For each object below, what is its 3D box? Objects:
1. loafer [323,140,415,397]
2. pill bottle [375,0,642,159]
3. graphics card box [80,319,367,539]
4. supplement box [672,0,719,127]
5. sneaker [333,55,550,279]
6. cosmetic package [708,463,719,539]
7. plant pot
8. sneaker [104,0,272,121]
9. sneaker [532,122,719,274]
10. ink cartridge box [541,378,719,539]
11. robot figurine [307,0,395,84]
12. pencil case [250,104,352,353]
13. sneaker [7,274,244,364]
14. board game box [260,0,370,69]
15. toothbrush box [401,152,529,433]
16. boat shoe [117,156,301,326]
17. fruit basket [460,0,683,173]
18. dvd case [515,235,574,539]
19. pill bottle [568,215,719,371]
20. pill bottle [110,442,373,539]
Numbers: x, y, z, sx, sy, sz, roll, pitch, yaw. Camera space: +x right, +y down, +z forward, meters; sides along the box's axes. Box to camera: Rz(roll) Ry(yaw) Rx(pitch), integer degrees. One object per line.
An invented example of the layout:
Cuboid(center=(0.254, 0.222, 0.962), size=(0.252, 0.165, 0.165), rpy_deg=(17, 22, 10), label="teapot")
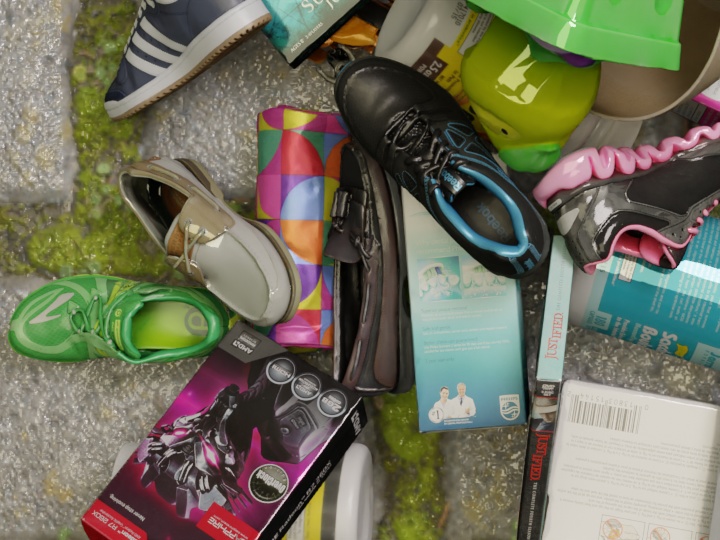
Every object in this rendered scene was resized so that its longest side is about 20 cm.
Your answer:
Cuboid(center=(0.000, 0.000, 1.232), size=(0.062, 0.072, 0.203), rpy_deg=(-10, 98, -19), label="loafer")
Cuboid(center=(0.117, -0.150, 1.223), size=(0.199, 0.109, 0.110), rpy_deg=(29, 92, -18), label="pill bottle")
Cuboid(center=(-0.099, 0.149, 1.199), size=(0.125, 0.051, 0.201), rpy_deg=(30, 67, 22), label="graphics card box")
Cuboid(center=(0.314, -0.150, 1.230), size=(0.198, 0.103, 0.102), rpy_deg=(26, 91, 7), label="supplement box")
Cuboid(center=(0.058, -0.079, 1.128), size=(0.200, 0.082, 0.073), rpy_deg=(44, 95, 8), label="sneaker")
Cuboid(center=(0.369, 0.187, 1.171), size=(0.197, 0.123, 0.202), rpy_deg=(10, 89, -19), label="cosmetic package")
Cuboid(center=(0.217, -0.218, 1.117), size=(0.133, 0.200, 0.202), rpy_deg=(-19, 84, -35), label="plant pot")
Cuboid(center=(-0.159, -0.200, 1.268), size=(0.199, 0.070, 0.109), rpy_deg=(-26, 99, 45), label="sneaker")
Cuboid(center=(0.223, -0.046, 1.166), size=(0.198, 0.079, 0.096), rpy_deg=(-13, 70, -22), label="sneaker")
Cuboid(center=(0.243, 0.189, 1.259), size=(0.197, 0.045, 0.179), rpy_deg=(10, 89, 8), label="ink cartridge box")
Cuboid(center=(-0.004, -0.220, 1.298), size=(0.199, 0.058, 0.146), rpy_deg=(31, 93, 8), label="robot figurine")
Cuboid(center=(-0.047, -0.035, 1.288), size=(0.087, 0.088, 0.203), rpy_deg=(3, 89, 8), label="pencil case")
Cuboid(center=(-0.195, 0.038, 1.303), size=(0.197, 0.084, 0.075), rpy_deg=(-3, 88, 8), label="sneaker")
Cuboid(center=(-0.022, -0.276, 1.259), size=(0.200, 0.028, 0.136), rpy_deg=(-41, 83, 4), label="board game box")
Cuboid(center=(0.082, 0.018, 1.236), size=(0.084, 0.146, 0.203), rpy_deg=(-5, 87, 6), label="toothbrush box")
Cuboid(center=(-0.123, -0.021, 1.258), size=(0.200, 0.068, 0.075), rpy_deg=(41, 119, 39), label="boat shoe")
Cuboid(center=(0.107, -0.163, 1.066), size=(0.214, 0.154, 0.219), rpy_deg=(-1, 89, 44), label="fruit basket")
Cuboid(center=(0.135, 0.097, 1.178), size=(0.022, 0.147, 0.202), rpy_deg=(6, 133, 8), label="dvd case")
Cuboid(center=(0.255, 0.012, 1.229), size=(0.198, 0.111, 0.112), rpy_deg=(17, 91, 8), label="pill bottle")
Cuboid(center=(-0.093, 0.189, 1.270), size=(0.197, 0.114, 0.116), rpy_deg=(2, 89, 7), label="pill bottle")
